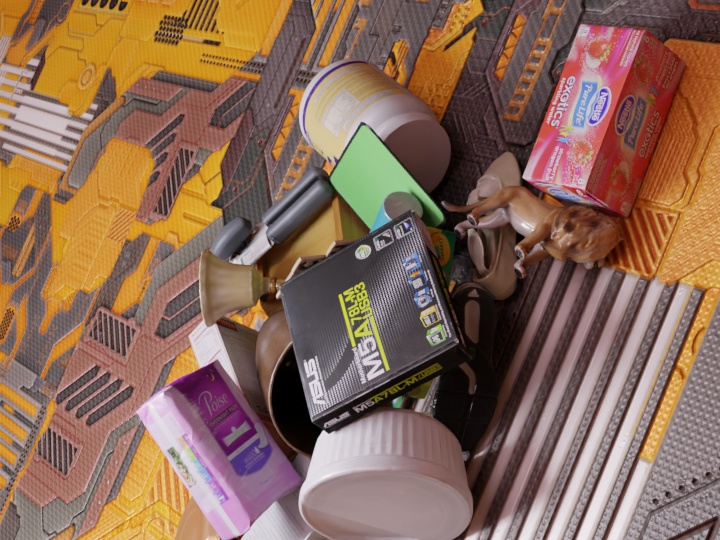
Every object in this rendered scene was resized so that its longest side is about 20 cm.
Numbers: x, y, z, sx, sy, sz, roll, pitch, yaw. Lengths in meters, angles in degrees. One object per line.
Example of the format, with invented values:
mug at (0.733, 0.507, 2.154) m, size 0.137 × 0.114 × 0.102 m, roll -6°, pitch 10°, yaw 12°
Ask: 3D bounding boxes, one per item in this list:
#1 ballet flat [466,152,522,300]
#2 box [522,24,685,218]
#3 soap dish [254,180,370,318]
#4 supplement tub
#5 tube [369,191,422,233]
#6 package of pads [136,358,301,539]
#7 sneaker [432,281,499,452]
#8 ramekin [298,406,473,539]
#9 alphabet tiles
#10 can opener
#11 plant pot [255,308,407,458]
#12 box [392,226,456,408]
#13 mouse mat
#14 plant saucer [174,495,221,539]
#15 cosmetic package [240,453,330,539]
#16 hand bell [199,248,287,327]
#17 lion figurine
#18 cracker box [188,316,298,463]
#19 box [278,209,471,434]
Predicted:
ballet flat at (0.161, -0.063, 1.572) m, size 0.069 × 0.069 × 0.202 m, roll -20°, pitch 57°, yaw 38°
box at (0.283, -0.174, 1.483) m, size 0.099 × 0.095 × 0.201 m, roll 17°, pitch 83°, yaw 48°
soap dish at (-0.063, -0.027, 1.783) m, size 0.199 × 0.081 × 0.158 m, roll -30°, pitch 51°, yaw 32°
supplement tub at (0.019, -0.187, 1.727) m, size 0.146 × 0.145 × 0.200 m, roll -55°, pitch 41°, yaw 10°
tube at (0.028, -0.023, 1.622) m, size 0.051 × 0.077 × 0.200 m, roll 62°, pitch 152°, yaw 23°
package of pads at (-0.171, 0.217, 1.570) m, size 0.076 × 0.120 × 0.201 m, roll -35°, pitch 89°, yaw 35°
sneaker at (0.127, 0.111, 1.540) m, size 0.115 × 0.075 × 0.202 m, roll -84°, pitch 0°, yaw -81°
ramekin at (0.031, 0.239, 1.476) m, size 0.202 × 0.202 × 0.095 m, roll -28°, pitch 41°, yaw 34°
alphabet tiles at (0.000, 0.000, 1.589) m, size 0.167 × 0.198 × 0.006 m, roll -53°, pitch 49°, yaw 54°
can opener at (-0.125, -0.070, 1.755) m, size 0.200 × 0.067 × 0.054 m, roll -42°, pitch 47°, yaw 23°
plant pot at (-0.060, 0.121, 1.656) m, size 0.188 × 0.186 × 0.200 m, roll -62°, pitch 26°, yaw 3°
box at (0.073, 0.063, 1.521) m, size 0.118 × 0.048 × 0.202 m, roll 104°, pitch 178°, yaw -65°
mouse mat at (0.031, -0.093, 1.626) m, size 0.008 × 0.161 × 0.200 m, roll -39°, pitch -4°, yaw -23°
plant saucer at (-0.221, 0.380, 1.728) m, size 0.200 × 0.032 × 0.202 m, roll -163°, pitch 90°, yaw -72°
cosmetic package at (-0.083, 0.343, 1.627) m, size 0.201 × 0.071 × 0.101 m, roll -56°, pitch 41°, yaw 9°
hand bell at (-0.108, 0.019, 1.697) m, size 0.198 × 0.104 × 0.105 m, roll -3°, pitch 63°, yaw 4°
lion figurine at (0.199, -0.059, 1.491) m, size 0.122 × 0.073 × 0.200 m, roll -35°, pitch 51°, yaw -20°
cracker box at (-0.145, 0.159, 1.737) m, size 0.058 × 0.134 × 0.201 m, roll -45°, pitch 44°, yaw 19°
box at (0.012, 0.056, 1.458) m, size 0.192 × 0.048 × 0.201 m, roll -27°, pitch 51°, yaw 14°
